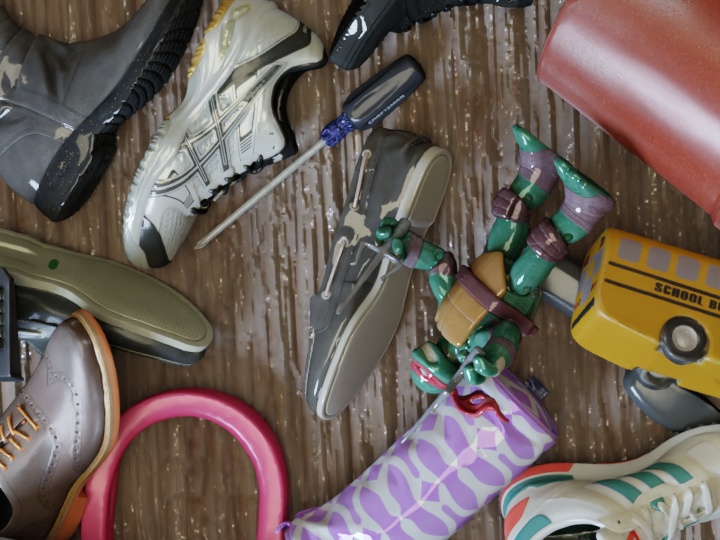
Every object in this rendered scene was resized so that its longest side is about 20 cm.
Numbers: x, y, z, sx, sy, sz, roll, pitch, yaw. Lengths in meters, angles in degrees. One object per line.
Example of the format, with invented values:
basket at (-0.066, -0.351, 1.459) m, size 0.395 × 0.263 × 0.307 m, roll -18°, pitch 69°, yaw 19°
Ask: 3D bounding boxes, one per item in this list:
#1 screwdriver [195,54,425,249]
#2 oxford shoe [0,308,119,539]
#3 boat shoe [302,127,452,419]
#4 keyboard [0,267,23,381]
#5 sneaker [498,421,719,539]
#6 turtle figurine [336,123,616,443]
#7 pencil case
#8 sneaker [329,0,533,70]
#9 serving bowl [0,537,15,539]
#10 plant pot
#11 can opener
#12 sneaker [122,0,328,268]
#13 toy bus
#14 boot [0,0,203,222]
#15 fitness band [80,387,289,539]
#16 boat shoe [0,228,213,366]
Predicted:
screwdriver at (-0.037, -0.077, 1.355) m, size 0.200 × 0.029 × 0.028 m, roll -39°, pitch 90°, yaw 5°
oxford shoe at (-0.214, 0.114, 1.336) m, size 0.071 × 0.073 × 0.201 m, roll 45°, pitch 130°, yaw 35°
boat shoe at (0.000, 0.000, 1.349) m, size 0.057 × 0.067 × 0.201 m, roll 25°, pitch 94°, yaw 27°
keyboard at (-0.304, 0.063, 1.361) m, size 0.199 × 0.021 × 0.128 m, roll -3°, pitch 93°, yaw 38°
sneaker at (0.189, 0.163, 1.313) m, size 0.198 × 0.094 × 0.071 m, roll -12°, pitch 122°, yaw 10°
turtle figurine at (0.072, 0.011, 1.272) m, size 0.200 × 0.101 × 0.150 m, roll -53°, pitch 51°, yaw 6°
pencil case at (0.041, 0.139, 1.335) m, size 0.200 × 0.084 × 0.086 m, roll -43°, pitch 83°, yaw 5°
sneaker at (0.071, -0.194, 1.314) m, size 0.104 × 0.060 × 0.200 m, roll 31°, pitch 112°, yaw -12°
serving bowl at (-0.210, 0.243, 1.354) m, size 0.199 × 0.200 × 0.066 m, roll 32°, pitch 57°, yaw 3°
plant pot at (0.229, -0.132, 1.247) m, size 0.195 × 0.201 × 0.201 m, roll 34°, pitch 99°, yaw 10°
can opener at (0.165, 0.039, 1.333) m, size 0.199 × 0.053 × 0.067 m, roll 36°, pitch 100°, yaw 2°
sneaker at (-0.090, -0.082, 1.340) m, size 0.087 × 0.076 × 0.201 m, roll 27°, pitch 99°, yaw 4°
toy bus at (0.238, 0.042, 1.279) m, size 0.199 × 0.065 × 0.079 m, roll 16°, pitch 68°, yaw -4°
boot at (-0.205, -0.145, 1.354) m, size 0.131 × 0.070 × 0.201 m, roll 36°, pitch 95°, yaw 7°
fitness band at (-0.122, 0.181, 1.391) m, size 0.143 × 0.037 × 0.202 m, roll 5°, pitch 98°, yaw 6°
boat shoe at (-0.198, 0.028, 1.375) m, size 0.199 × 0.072 × 0.068 m, roll 17°, pitch 118°, yaw 3°
